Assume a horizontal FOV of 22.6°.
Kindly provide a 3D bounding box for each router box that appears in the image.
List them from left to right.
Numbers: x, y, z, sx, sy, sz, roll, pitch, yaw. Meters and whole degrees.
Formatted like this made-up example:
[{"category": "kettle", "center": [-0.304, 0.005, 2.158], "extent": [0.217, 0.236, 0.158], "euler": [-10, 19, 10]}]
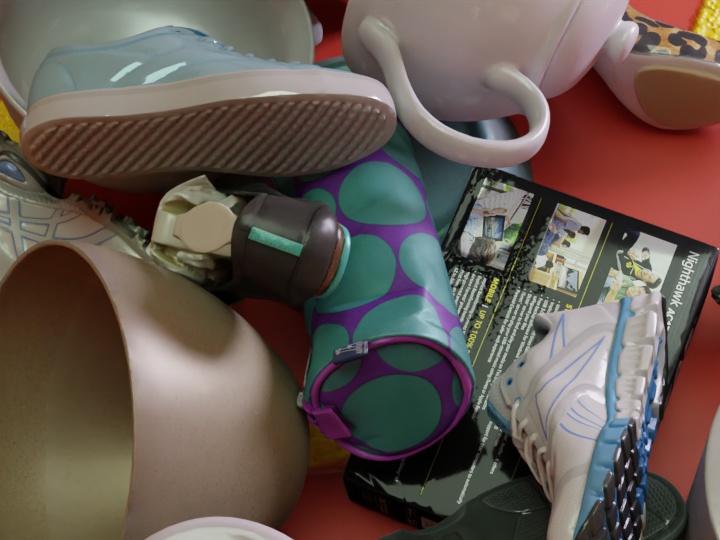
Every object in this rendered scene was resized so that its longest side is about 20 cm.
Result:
[{"category": "router box", "center": [0.095, 0.057, 0.993], "extent": [0.148, 0.051, 0.201], "euler": [20, 72, 13]}]

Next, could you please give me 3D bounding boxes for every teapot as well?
[{"category": "teapot", "center": [0.088, -0.158, 1.022], "extent": [0.145, 0.197, 0.201], "euler": [31, 95, 9]}]

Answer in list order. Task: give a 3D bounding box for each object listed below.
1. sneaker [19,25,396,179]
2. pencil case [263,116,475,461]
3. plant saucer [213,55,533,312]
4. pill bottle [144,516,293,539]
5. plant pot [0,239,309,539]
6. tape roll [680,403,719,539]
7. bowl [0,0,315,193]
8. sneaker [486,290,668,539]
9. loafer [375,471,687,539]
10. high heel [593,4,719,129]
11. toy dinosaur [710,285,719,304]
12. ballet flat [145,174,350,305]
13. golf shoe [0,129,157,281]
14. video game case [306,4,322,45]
[{"category": "sneaker", "center": [-0.080, -0.100, 0.952], "extent": [0.198, 0.074, 0.083], "euler": [0, 58, 0]}, {"category": "pencil case", "center": [0.000, 0.000, 0.963], "extent": [0.092, 0.086, 0.201], "euler": [-15, 44, 4]}, {"category": "plant saucer", "center": [0.008, -0.062, 1.095], "extent": [0.198, 0.036, 0.202], "euler": [0, 59, 0]}, {"category": "pill bottle", "center": [-0.064, 0.200, 0.833], "extent": [0.113, 0.200, 0.115], "euler": [1, 63, -2]}, {"category": "plant pot", "center": [-0.105, 0.088, 0.932], "extent": [0.133, 0.201, 0.202], "euler": [3, 52, -34]}, {"category": "tape roll", "center": [0.262, 0.141, 0.906], "extent": [0.200, 0.140, 0.204], "euler": [0, 58, 0]}, {"category": "bowl", "center": [-0.131, -0.118, 1.066], "extent": [0.199, 0.091, 0.203], "euler": [7, 56, -10]}, {"category": "sneaker", "center": [0.102, 0.085, 0.892], "extent": [0.086, 0.076, 0.201], "euler": [0, 32, 16]}, {"category": "loafer", "center": [0.069, 0.155, 0.908], "extent": [0.198, 0.063, 0.072], "euler": [-15, 42, -11]}, {"category": "high heel", "center": [0.177, -0.164, 1.139], "extent": [0.198, 0.072, 0.144], "euler": [6, 55, 6]}, {"category": "toy dinosaur", "center": [0.260, 0.002, 0.968], "extent": [0.135, 0.103, 0.200], "euler": [-18, 24, 2]}, {"category": "ballet flat", "center": [-0.069, -0.019, 0.934], "extent": [0.068, 0.200, 0.069], "euler": [17, 82, -21]}, {"category": "golf shoe", "center": [-0.179, -0.004, 1.054], "extent": [0.199, 0.078, 0.098], "euler": [32, 82, 24]}, {"category": "video game case", "center": [-0.151, -0.184, 1.180], "extent": [0.181, 0.023, 0.201], "euler": [-28, 62, -16]}]
